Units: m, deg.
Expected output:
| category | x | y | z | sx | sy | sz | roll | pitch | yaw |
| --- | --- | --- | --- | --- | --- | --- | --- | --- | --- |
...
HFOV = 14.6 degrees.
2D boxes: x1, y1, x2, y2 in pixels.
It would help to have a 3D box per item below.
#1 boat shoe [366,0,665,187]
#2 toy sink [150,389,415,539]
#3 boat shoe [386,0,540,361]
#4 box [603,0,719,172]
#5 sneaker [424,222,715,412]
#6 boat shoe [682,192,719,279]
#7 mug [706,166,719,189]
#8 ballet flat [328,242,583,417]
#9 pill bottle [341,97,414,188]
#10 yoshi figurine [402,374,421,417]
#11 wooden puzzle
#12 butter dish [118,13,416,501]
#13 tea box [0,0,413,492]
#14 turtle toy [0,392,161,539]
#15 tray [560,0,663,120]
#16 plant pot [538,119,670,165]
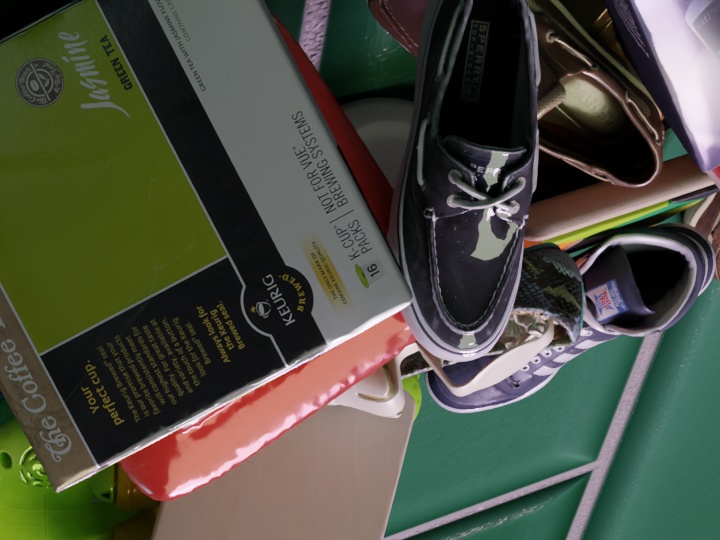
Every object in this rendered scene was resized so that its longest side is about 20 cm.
| category | x | y | z | sx | sy | sz | roll | pitch | yaw |
| --- | --- | --- | --- | --- | --- | --- | --- | --- | --- |
| boat shoe | 0.090 | -0.109 | 1.501 | 0.202 | 0.075 | 0.075 | 27 | 119 | -27 |
| toy sink | -0.053 | 0.159 | 1.635 | 0.130 | 0.201 | 0.112 | 14 | 168 | 1 |
| boat shoe | 0.059 | -0.053 | 1.431 | 0.071 | 0.201 | 0.068 | 7 | 180 | -12 |
| box | 0.215 | -0.190 | 1.443 | 0.199 | 0.124 | 0.199 | -29 | 137 | 3 |
| sneaker | 0.125 | 0.029 | 1.716 | 0.199 | 0.070 | 0.108 | -28 | 179 | 7 |
| boat shoe | 0.260 | -0.035 | 1.847 | 0.074 | 0.075 | 0.203 | -23 | 153 | -8 |
| mug | 0.284 | -0.113 | 1.597 | 0.200 | 0.133 | 0.178 | -45 | 174 | -16 |
| ballet flat | 0.030 | 0.043 | 1.554 | 0.199 | 0.075 | 0.074 | -20 | 154 | 7 |
| pill bottle | 0.000 | 0.000 | 1.644 | 0.112 | 0.113 | 0.200 | -14 | 150 | -24 |
| yoshi figurine | -0.045 | 0.090 | 1.773 | 0.199 | 0.112 | 0.113 | -22 | 147 | -17 |
| wooden puzzle | 0.142 | -0.033 | 1.706 | 0.184 | 0.037 | 0.200 | -18 | 180 | -18 |
| butter dish | -0.086 | -0.012 | 1.506 | 0.199 | 0.200 | 0.148 | -34 | -172 | -5 |
| tea box | -0.105 | -0.033 | 1.353 | 0.196 | 0.201 | 0.134 | -27 | -174 | 0 |
| turtle toy | -0.189 | 0.121 | 1.692 | 0.145 | 0.102 | 0.200 | 2 | 151 | -5 |
| tray | 0.169 | -0.147 | 1.575 | 0.098 | 0.037 | 0.200 | 22 | 119 | -42 |
| plant pot | 0.159 | -0.123 | 1.670 | 0.199 | 0.028 | 0.200 | -23 | 153 | -12 |
